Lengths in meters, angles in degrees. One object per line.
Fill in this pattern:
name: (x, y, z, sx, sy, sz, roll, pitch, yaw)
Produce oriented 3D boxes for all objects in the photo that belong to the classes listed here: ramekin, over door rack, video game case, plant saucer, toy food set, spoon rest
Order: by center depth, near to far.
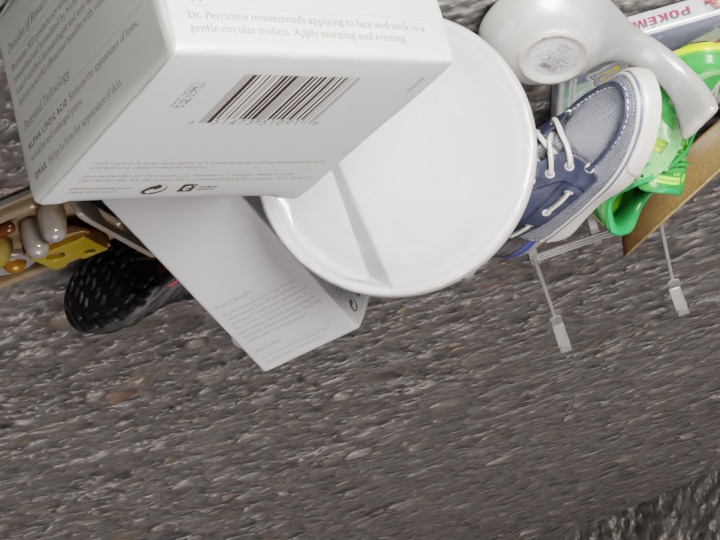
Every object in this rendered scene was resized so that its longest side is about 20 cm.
ramekin: (0.030, -0.079, 1.267, 0.201, 0.204, 0.094, -18, 173, 9)
spoon rest: (0.177, -0.162, 1.325, 0.199, 0.061, 0.099, 21, 134, -27)
toy food set: (-0.280, 0.000, 1.440, 0.198, 0.061, 0.143, -20, 161, 15)
video game case: (0.245, -0.166, 1.452, 0.180, 0.023, 0.200, -16, 162, 0)
plant saucer: (0.302, -0.091, 1.600, 0.200, 0.035, 0.200, -41, 175, -5)
over door rack: (0.248, -0.010, 1.817, 0.146, 0.067, 0.201, -18, 141, 7)

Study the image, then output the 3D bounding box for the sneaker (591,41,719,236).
sneaker: (0.249, -0.105, 1.433, 0.073, 0.084, 0.201, -2, 142, -31)

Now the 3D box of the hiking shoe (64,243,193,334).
hiking shoe: (-0.164, 0.008, 1.536, 0.199, 0.076, 0.100, -25, 157, 23)

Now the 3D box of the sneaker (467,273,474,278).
sneaker: (0.000, 0.000, 1.513, 0.198, 0.070, 0.109, 14, 119, -30)

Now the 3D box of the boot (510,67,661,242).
boot: (0.143, -0.080, 1.313, 0.089, 0.073, 0.200, -1, 149, -23)

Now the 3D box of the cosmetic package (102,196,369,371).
cosmetic package: (-0.090, -0.026, 1.338, 0.101, 0.074, 0.200, -25, 118, 29)

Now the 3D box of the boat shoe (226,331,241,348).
boat shoe: (-0.051, -0.017, 1.570, 0.072, 0.066, 0.200, 23, 116, -42)

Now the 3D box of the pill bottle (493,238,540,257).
pill bottle: (0.058, -0.067, 1.439, 0.199, 0.115, 0.114, 0, 157, -39)

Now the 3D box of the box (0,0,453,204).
box: (-0.087, -0.140, 1.072, 0.197, 0.132, 0.200, -3, 159, -35)
